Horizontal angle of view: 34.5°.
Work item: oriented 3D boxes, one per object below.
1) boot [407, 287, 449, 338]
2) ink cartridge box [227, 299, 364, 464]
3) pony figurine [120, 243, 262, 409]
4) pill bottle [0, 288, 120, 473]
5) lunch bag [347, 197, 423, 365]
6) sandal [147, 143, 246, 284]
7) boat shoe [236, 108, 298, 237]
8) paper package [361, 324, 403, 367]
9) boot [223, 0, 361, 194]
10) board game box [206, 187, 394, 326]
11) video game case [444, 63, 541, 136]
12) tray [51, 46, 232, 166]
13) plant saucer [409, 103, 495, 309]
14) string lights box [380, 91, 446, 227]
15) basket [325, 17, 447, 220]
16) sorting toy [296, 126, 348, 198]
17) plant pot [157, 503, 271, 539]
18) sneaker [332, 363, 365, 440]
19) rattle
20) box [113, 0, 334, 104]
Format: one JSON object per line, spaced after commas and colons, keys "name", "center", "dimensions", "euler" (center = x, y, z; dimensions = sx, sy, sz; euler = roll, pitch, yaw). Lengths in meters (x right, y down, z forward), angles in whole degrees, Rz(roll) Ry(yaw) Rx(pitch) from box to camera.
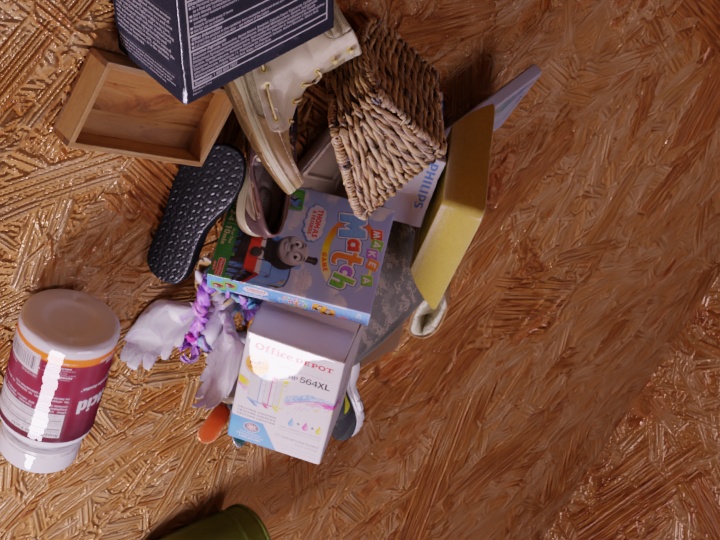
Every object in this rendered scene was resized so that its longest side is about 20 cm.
{"name": "boot", "center": [0.122, -0.022, 1.759], "dimensions": [0.200, 0.066, 0.176], "euler": [-82, -172, -52]}
{"name": "ink cartridge box", "center": [-0.077, 0.114, 1.446], "dimensions": [0.125, 0.128, 0.201], "euler": [-67, 172, -54]}
{"name": "pony figurine", "center": [-0.190, 0.069, 1.491], "dimensions": [0.194, 0.166, 0.200], "euler": [-65, 161, -2]}
{"name": "pill bottle", "center": [-0.355, 0.132, 1.346], "dimensions": [0.114, 0.114, 0.201], "euler": [-15, 137, -46]}
{"name": "lunch bag", "center": [0.000, 0.000, 1.560], "dimensions": [0.200, 0.117, 0.165], "euler": [-38, 116, -24]}
{"name": "sandal", "center": [-0.194, -0.074, 1.381], "dimensions": [0.201, 0.075, 0.048], "euler": [-55, 173, 28]}
{"name": "boat shoe", "center": [-0.100, -0.136, 1.347], "dimensions": [0.072, 0.072, 0.201], "euler": [7, 94, -27]}
{"name": "paper package", "center": [-0.028, 0.061, 1.733], "dimensions": [0.199, 0.103, 0.191], "euler": [-26, 143, -35]}
{"name": "boot", "center": [-0.064, -0.200, 1.270], "dimensions": [0.155, 0.201, 0.073], "euler": [-26, -169, -9]}
{"name": "board game box", "center": [-0.070, -0.028, 1.407], "dimensions": [0.037, 0.199, 0.152], "euler": [105, -1, -61]}
{"name": "video game case", "center": [0.160, -0.202, 1.685], "dimensions": [0.200, 0.022, 0.182], "euler": [-38, 174, -20]}
{"name": "tray", "center": [-0.226, -0.171, 1.240], "dimensions": [0.200, 0.037, 0.099], "euler": [2, 124, -56]}
{"name": "plant saucer", "center": [0.111, -0.086, 1.474], "dimensions": [0.200, 0.048, 0.201], "euler": [113, -10, -50]}
{"name": "string lights box", "center": [0.069, -0.155, 1.523], "dimensions": [0.200, 0.059, 0.103], "euler": [-86, -166, -57]}
{"name": "basket", "center": [0.002, -0.187, 1.382], "dimensions": [0.143, 0.201, 0.149], "euler": [36, 122, -27]}
{"name": "sorting toy", "center": [-0.058, -0.107, 1.564], "dimensions": [0.185, 0.036, 0.200], "euler": [-50, 156, 3]}
{"name": "plant pot", "center": [-0.264, 0.492, 1.865], "dimensions": [0.192, 0.201, 0.201], "euler": [-4, 130, -37]}
{"name": "sneaker", "center": [-0.049, 0.178, 1.676], "dimensions": [0.084, 0.074, 0.201], "euler": [-27, 135, -25]}
{"name": "rattle", "center": [-0.150, 0.131, 1.589], "dimensions": [0.143, 0.130, 0.200], "euler": [-55, 172, 36]}
{"name": "box", "center": [-0.131, -0.305, 1.116], "dimensions": [0.200, 0.123, 0.199], "euler": [-34, 149, -29]}
